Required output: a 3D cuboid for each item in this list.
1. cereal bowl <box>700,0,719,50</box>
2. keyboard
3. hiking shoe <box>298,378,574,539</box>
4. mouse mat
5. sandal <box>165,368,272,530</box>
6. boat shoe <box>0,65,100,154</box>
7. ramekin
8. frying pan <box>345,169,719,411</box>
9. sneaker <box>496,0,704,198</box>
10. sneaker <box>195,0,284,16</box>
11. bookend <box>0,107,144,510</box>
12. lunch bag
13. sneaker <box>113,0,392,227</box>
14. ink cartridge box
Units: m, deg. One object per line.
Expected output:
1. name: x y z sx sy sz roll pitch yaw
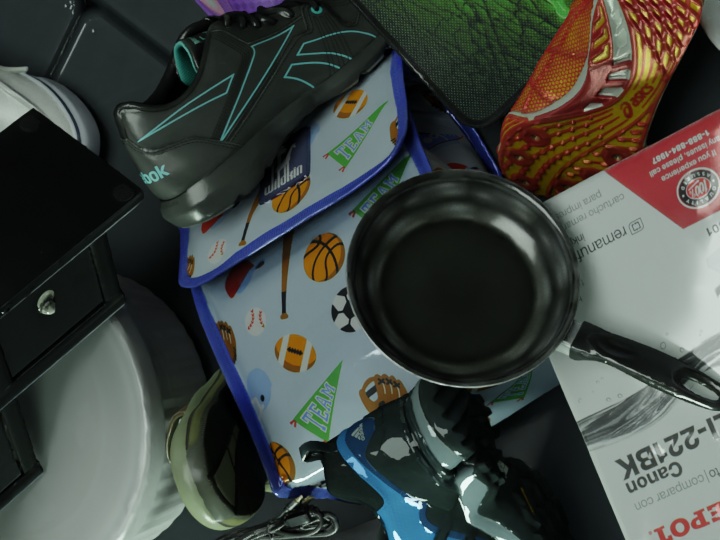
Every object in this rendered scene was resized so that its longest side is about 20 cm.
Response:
1. cereal bowl: 0.212 -0.200 0.995 0.083 0.200 0.201 -3 90 -9
2. keyboard: -0.036 0.169 1.173 0.200 0.127 0.021 -25 48 29
3. hiking shoe: 0.053 0.134 1.095 0.087 0.074 0.200 -23 123 18
4. mouse mat: 0.053 -0.195 1.110 0.161 0.008 0.200 -43 93 9
5. sandal: -0.081 0.099 1.152 0.057 0.201 0.080 -28 88 10
6. boat shoe: -0.257 -0.107 1.320 0.202 0.086 0.075 30 106 28
7. ramekin: -0.180 0.087 1.272 0.202 0.094 0.203 1 92 31
8. frying pan: 0.086 0.009 1.035 0.189 0.031 0.115 6 66 -3
9. sneaker: 0.128 -0.108 1.080 0.073 0.077 0.200 23 140 -8
10. sneaker: -0.103 -0.201 1.224 0.200 0.088 0.081 45 111 21
11. bookend: -0.208 0.053 1.166 0.092 0.199 0.200 36 153 26
12. lunch bag: 0.000 0.000 1.146 0.170 0.124 0.200 -33 66 22
13. sneaker: -0.049 -0.114 1.142 0.079 0.200 0.075 50 156 -18
14. ink cartridge box: 0.178 0.039 1.058 0.144 0.084 0.200 -28 77 28
